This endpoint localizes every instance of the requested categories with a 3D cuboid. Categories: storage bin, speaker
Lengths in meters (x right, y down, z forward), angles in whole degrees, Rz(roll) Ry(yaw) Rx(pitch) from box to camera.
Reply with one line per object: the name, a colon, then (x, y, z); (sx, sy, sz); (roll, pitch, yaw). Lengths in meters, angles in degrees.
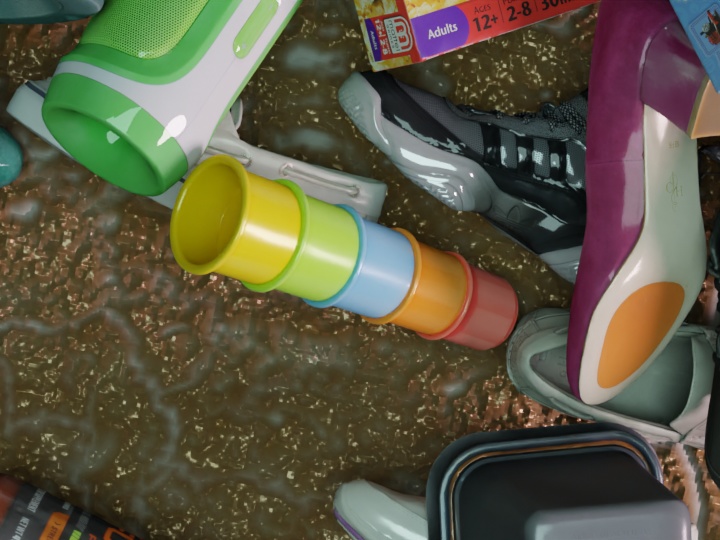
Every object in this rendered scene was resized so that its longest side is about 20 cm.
storage bin: (0.100, 0.183, 1.428); (0.144, 0.134, 0.202); (-4, 93, -9)
speaker: (-0.074, -0.137, 1.449); (0.088, 0.088, 0.201); (34, 70, -4)

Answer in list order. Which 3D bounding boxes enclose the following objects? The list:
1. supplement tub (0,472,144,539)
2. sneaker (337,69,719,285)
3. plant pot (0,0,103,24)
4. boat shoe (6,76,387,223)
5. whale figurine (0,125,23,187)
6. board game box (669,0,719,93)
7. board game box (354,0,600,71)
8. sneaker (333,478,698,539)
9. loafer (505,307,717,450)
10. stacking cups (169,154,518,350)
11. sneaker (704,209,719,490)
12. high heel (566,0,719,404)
supplement tub: (-0.124, 0.191, 1.513); (0.199, 0.107, 0.108); (26, 96, -3)
sneaker: (0.092, -0.072, 1.498); (0.199, 0.075, 0.114); (32, 95, -9)
plant pot: (-0.182, -0.220, 1.397); (0.198, 0.200, 0.190); (4, 84, 0)
boat shoe: (-0.081, -0.061, 1.500); (0.199, 0.072, 0.066); (25, 92, -4)
whale figurine: (-0.232, -0.037, 1.473); (0.158, 0.103, 0.202); (-17, 103, -32)
board game box: (0.174, -0.180, 1.417); (0.037, 0.151, 0.201); (-34, 74, 31)
board game box: (0.048, -0.216, 1.455); (0.151, 0.046, 0.201); (-21, 98, -33)
sneaker: (0.083, 0.136, 1.529); (0.199, 0.075, 0.100); (21, 89, -10)
loafer: (0.173, 0.062, 1.512); (0.198, 0.070, 0.070); (7, 97, -1)
stacking cups: (0.000, 0.000, 1.462); (0.199, 0.060, 0.061); (20, 98, -37)
sneaker: (0.195, 0.012, 1.431); (0.079, 0.075, 0.202); (10, 93, -43)
high heel: (0.126, -0.037, 1.452); (0.067, 0.096, 0.201); (-6, 122, -34)
